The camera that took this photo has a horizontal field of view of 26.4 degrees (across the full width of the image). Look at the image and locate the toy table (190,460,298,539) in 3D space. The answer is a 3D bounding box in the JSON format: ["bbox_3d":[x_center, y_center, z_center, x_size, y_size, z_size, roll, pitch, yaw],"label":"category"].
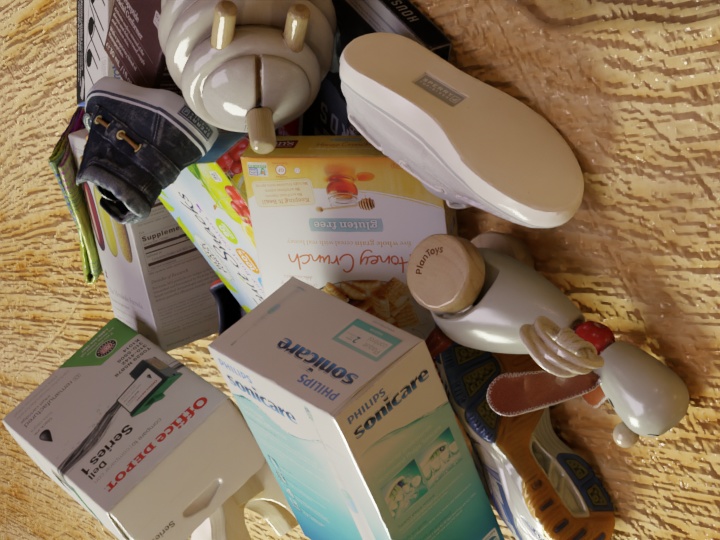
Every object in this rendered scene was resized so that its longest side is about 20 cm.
[{"bbox_3d":[-0.115,0.208,1.439,0.200,0.184,0.117,-38,83,29],"label":"toy table"}]

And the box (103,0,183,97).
[{"bbox_3d":[-0.136,-0.227,1.209,0.100,0.075,0.200,56,138,37],"label":"box"}]

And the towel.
[{"bbox_3d":[-0.264,-0.093,1.526,0.200,0.023,0.144,-85,-15,-57],"label":"towel"}]

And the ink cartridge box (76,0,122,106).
[{"bbox_3d":[-0.219,-0.250,1.362,0.094,0.044,0.200,-4,86,63],"label":"ink cartridge box"}]

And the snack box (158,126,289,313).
[{"bbox_3d":[-0.070,-0.026,1.216,0.200,0.068,0.169,56,158,-21],"label":"snack box"}]

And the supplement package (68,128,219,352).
[{"bbox_3d":[-0.183,-0.043,1.438,0.114,0.109,0.200,18,125,57],"label":"supplement package"}]

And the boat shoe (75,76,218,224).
[{"bbox_3d":[-0.185,-0.091,1.163,0.071,0.091,0.200,45,166,-24],"label":"boat shoe"}]

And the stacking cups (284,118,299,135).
[{"bbox_3d":[-0.120,-0.139,1.301,0.200,0.060,0.061,28,133,54],"label":"stacking cups"}]

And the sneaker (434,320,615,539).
[{"bbox_3d":[0.095,0.115,1.063,0.200,0.075,0.088,66,154,8],"label":"sneaker"}]

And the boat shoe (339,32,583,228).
[{"bbox_3d":[0.059,-0.077,0.979,0.200,0.072,0.069,34,144,27],"label":"boat shoe"}]

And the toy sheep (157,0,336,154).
[{"bbox_3d":[-0.078,-0.166,1.071,0.138,0.138,0.200,110,161,-53],"label":"toy sheep"}]

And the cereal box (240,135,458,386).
[{"bbox_3d":[0.000,0.000,1.099,0.144,0.040,0.200,0,120,15],"label":"cereal box"}]

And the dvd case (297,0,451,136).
[{"bbox_3d":[0.005,-0.123,1.118,0.150,0.025,0.200,50,147,35],"label":"dvd case"}]

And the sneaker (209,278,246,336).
[{"bbox_3d":[-0.087,0.094,1.337,0.075,0.084,0.200,-26,75,26],"label":"sneaker"}]

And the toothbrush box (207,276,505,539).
[{"bbox_3d":[-0.001,0.121,1.059,0.146,0.085,0.200,24,146,48],"label":"toothbrush box"}]

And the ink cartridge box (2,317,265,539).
[{"bbox_3d":[-0.199,0.146,1.351,0.200,0.146,0.084,26,155,47],"label":"ink cartridge box"}]

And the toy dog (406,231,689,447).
[{"bbox_3d":[0.102,0.053,0.966,0.096,0.132,0.200,-63,37,19],"label":"toy dog"}]
